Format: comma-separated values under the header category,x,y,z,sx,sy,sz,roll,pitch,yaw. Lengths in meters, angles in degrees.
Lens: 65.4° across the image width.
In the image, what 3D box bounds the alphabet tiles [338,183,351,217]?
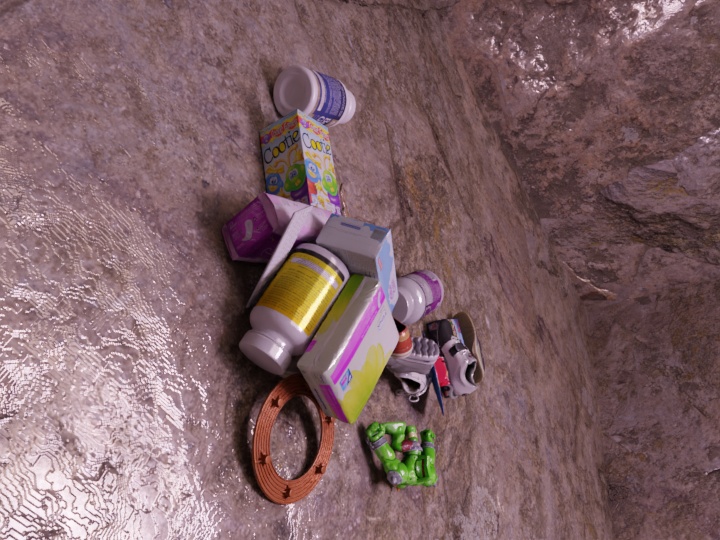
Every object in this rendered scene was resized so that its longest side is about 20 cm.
category,x,y,z,sx,sy,sz,roll,pitch,yaw
alphabet tiles,-0.020,-0.078,1.184,0.167,0.007,0.203,-87,166,-73

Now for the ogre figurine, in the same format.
category,x,y,z,sx,sy,sz,roll,pitch,yaw
ogre figurine,0.093,0.371,1.127,0.200,0.097,0.121,48,23,-53

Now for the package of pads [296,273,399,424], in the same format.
category,x,y,z,sx,sy,sz,roll,pitch,yaw
package of pads,-0.011,0.131,0.927,0.201,0.067,0.156,-57,143,-33

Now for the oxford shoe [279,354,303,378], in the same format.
category,x,y,z,sx,sy,sz,roll,pitch,yaw
oxford shoe,-0.065,0.164,1.005,0.199,0.074,0.059,13,82,-51

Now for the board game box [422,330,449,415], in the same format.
category,x,y,z,sx,sy,sz,roll,pitch,yaw
board game box,0.188,0.235,1.323,0.201,0.038,0.160,-102,179,-63

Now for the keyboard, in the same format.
category,x,y,z,sx,sy,sz,roll,pitch,yaw
keyboard,-0.133,-0.020,0.908,0.011,0.201,0.056,34,29,5

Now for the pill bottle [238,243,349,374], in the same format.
category,x,y,z,sx,sy,sz,roll,pitch,yaw
pill bottle,-0.109,0.063,0.918,0.113,0.112,0.201,50,56,-30

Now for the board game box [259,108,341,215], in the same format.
category,x,y,z,sx,sy,sz,roll,pitch,yaw
board game box,-0.118,-0.191,1.105,0.104,0.102,0.203,15,60,-55

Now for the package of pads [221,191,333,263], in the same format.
category,x,y,z,sx,sy,sz,roll,pitch,yaw
package of pads,-0.130,-0.065,0.987,0.199,0.120,0.076,8,52,-57

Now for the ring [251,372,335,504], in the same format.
category,x,y,z,sx,sy,sz,roll,pitch,yaw
ring,-0.097,0.267,0.896,0.199,0.019,0.204,8,80,-56

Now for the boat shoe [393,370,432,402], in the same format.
category,x,y,z,sx,sy,sz,roll,pitch,yaw
boat shoe,0.113,0.247,1.237,0.202,0.074,0.087,61,37,-60

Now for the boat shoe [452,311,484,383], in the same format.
category,x,y,z,sx,sy,sz,roll,pitch,yaw
boat shoe,0.311,0.221,1.611,0.066,0.071,0.204,13,62,-67

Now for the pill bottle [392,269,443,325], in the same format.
category,x,y,z,sx,sy,sz,roll,pitch,yaw
pill bottle,0.115,0.066,1.328,0.199,0.111,0.114,-18,87,-60

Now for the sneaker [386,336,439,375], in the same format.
category,x,y,z,sx,sy,sz,roll,pitch,yaw
sneaker,0.053,0.173,1.121,0.075,0.197,0.083,-69,168,-54

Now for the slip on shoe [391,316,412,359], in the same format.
category,x,y,z,sx,sy,sz,roll,pitch,yaw
slip on shoe,0.024,0.099,1.098,0.074,0.199,0.062,-28,131,-32

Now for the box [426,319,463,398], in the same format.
category,x,y,z,sx,sy,sz,roll,pitch,yaw
box,0.247,0.234,1.520,0.136,0.037,0.203,6,68,-58

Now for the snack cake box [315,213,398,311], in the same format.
category,x,y,z,sx,sy,sz,roll,pitch,yaw
snack cake box,0.000,0.000,1.000,0.201,0.114,0.068,79,33,-53

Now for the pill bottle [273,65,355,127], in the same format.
category,x,y,z,sx,sy,sz,roll,pitch,yaw
pill bottle,-0.093,-0.381,1.252,0.199,0.110,0.112,-12,83,-60

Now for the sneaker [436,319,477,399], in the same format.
category,x,y,z,sx,sy,sz,roll,pitch,yaw
sneaker,0.252,0.215,1.421,0.074,0.088,0.203,10,63,-50
